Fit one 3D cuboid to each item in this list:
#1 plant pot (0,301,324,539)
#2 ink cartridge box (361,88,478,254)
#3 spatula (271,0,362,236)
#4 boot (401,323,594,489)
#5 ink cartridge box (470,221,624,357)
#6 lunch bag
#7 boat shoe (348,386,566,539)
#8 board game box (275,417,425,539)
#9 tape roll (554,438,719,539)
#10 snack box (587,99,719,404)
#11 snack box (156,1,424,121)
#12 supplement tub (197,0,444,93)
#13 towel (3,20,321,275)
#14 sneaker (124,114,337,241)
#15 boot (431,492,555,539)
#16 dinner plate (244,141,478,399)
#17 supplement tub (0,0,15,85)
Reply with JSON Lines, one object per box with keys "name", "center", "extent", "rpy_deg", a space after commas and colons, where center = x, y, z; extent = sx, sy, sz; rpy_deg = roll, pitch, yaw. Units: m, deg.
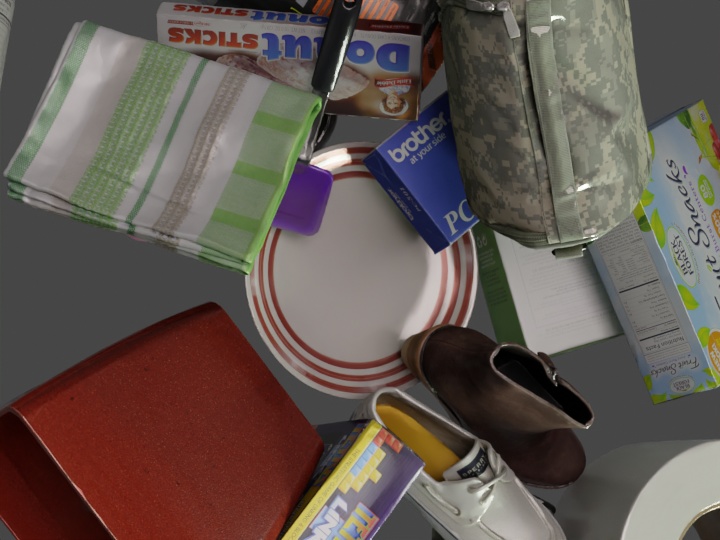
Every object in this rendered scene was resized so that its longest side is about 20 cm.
{"name": "plant pot", "center": [-0.147, 0.135, 1.272], "extent": [0.176, 0.200, 0.200], "rpy_deg": [-40, 97, -27]}
{"name": "ink cartridge box", "center": [0.106, -0.112, 1.394], "extent": [0.200, 0.044, 0.094], "rpy_deg": [-39, 93, -19]}
{"name": "spatula", "center": [-0.033, -0.118, 1.321], "extent": [0.056, 0.021, 0.201], "rpy_deg": [14, 111, -8]}
{"name": "boot", "center": [0.129, 0.114, 1.364], "extent": [0.200, 0.166, 0.073], "rpy_deg": [38, 76, -21]}
{"name": "ink cartridge box", "center": [0.145, -0.032, 1.449], "extent": [0.103, 0.059, 0.201], "rpy_deg": [-15, 86, -19]}
{"name": "lunch bag", "center": [0.130, -0.126, 1.253], "extent": [0.138, 0.168, 0.201], "rpy_deg": [-9, 108, 5]}
{"name": "boat shoe", "center": [0.080, 0.159, 1.370], "extent": [0.200, 0.070, 0.071], "rpy_deg": [40, 60, 6]}
{"name": "board game box", "center": [-0.054, 0.203, 1.301], "extent": [0.057, 0.165, 0.200], "rpy_deg": [41, 74, -11]}
{"name": "tape roll", "center": [0.262, 0.235, 1.416], "extent": [0.201, 0.139, 0.204], "rpy_deg": [2, 83, -17]}
{"name": "snack box", "center": [0.256, -0.017, 1.440], "extent": [0.168, 0.067, 0.201], "rpy_deg": [-27, 94, -51]}
{"name": "snack box", "center": [-0.053, -0.156, 1.338], "extent": [0.198, 0.024, 0.072], "rpy_deg": [6, 123, 5]}
{"name": "supplement tub", "center": [-0.026, -0.218, 1.382], "extent": [0.199, 0.122, 0.123], "rpy_deg": [31, 75, -13]}
{"name": "towel", "center": [-0.144, -0.093, 1.294], "extent": [0.199, 0.031, 0.150], "rpy_deg": [18, 74, 13]}
{"name": "sneaker", "center": [-0.094, -0.088, 1.359], "extent": [0.199, 0.095, 0.079], "rpy_deg": [-32, 91, -20]}
{"name": "boot", "center": [0.058, 0.232, 1.400], "extent": [0.198, 0.068, 0.132], "rpy_deg": [6, 70, -17]}
{"name": "dinner plate", "center": [0.000, 0.000, 1.407], "extent": [0.199, 0.024, 0.202], "rpy_deg": [0, 91, -24]}
{"name": "supplement tub", "center": [-0.319, -0.146, 1.273], "extent": [0.131, 0.132, 0.202], "rpy_deg": [10, 81, -17]}
